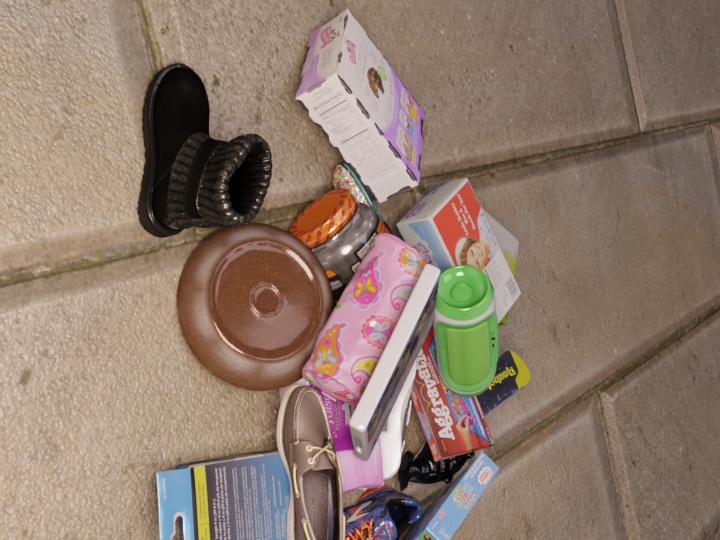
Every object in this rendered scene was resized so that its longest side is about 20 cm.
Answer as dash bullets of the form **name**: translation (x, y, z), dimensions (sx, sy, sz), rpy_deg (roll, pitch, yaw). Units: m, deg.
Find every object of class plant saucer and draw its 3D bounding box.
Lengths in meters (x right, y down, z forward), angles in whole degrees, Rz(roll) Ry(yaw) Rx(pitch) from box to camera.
- **plant saucer**: translation (-0.115, 0.037, 1.089), dimensions (0.196, 0.037, 0.205), rpy_deg (7, 73, -22)

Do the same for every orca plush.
- **orca plush**: translation (0.126, 0.253, 1.331), dimensions (0.199, 0.070, 0.108), rpy_deg (7, 74, -56)

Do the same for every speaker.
- **speaker**: translation (0.140, 0.084, 1.240), dimensions (0.202, 0.087, 0.089), rpy_deg (79, 30, -50)

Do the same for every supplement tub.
- **supplement tub**: translation (0.000, 0.000, 1.218), dimensions (0.201, 0.121, 0.123), rpy_deg (53, 48, -23)

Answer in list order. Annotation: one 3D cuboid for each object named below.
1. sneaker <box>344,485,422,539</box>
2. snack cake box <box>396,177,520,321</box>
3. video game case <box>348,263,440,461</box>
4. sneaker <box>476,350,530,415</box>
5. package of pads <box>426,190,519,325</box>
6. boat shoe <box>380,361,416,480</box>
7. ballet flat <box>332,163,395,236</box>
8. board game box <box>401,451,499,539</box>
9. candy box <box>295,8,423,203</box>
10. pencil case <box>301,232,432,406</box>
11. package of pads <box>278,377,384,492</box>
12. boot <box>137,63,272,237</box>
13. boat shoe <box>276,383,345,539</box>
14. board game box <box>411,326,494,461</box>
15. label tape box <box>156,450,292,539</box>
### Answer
- **sneaker**: translation (0.006, 0.333, 1.196), dimensions (0.199, 0.077, 0.077), rpy_deg (-27, 102, -48)
- **snack cake box**: translation (0.143, -0.014, 1.332), dimensions (0.115, 0.066, 0.202), rpy_deg (-43, 114, -38)
- **video game case**: translation (0.040, 0.112, 1.084), dimensions (0.202, 0.023, 0.183), rpy_deg (-63, 169, -18)
- **sneaker**: translation (0.173, 0.189, 1.408), dimensions (0.197, 0.082, 0.075), rpy_deg (-15, 69, -39)
- **package of pads**: translation (0.167, -0.023, 1.456), dimensions (0.199, 0.067, 0.157), rpy_deg (35, 59, -39)
- **boat shoe**: translation (0.039, 0.185, 1.273), dimensions (0.068, 0.070, 0.205), rpy_deg (73, 20, -76)
- **ballet flat**: translation (0.009, -0.051, 1.287), dimensions (0.064, 0.076, 0.201), rpy_deg (-38, 109, -9)
- **board game box**: translation (0.091, 0.340, 1.214), dimensions (0.036, 0.201, 0.151), rpy_deg (40, 45, 8)
- **candy box**: translation (0.005, -0.225, 1.274), dimensions (0.200, 0.071, 0.170), rpy_deg (49, 32, -31)
- **pencil case**: translation (0.008, 0.056, 1.098), dimensions (0.087, 0.087, 0.202), rpy_deg (43, 64, -34)
- **package of pads**: translation (-0.040, 0.182, 1.168), dimensions (0.119, 0.075, 0.205), rpy_deg (-2, 83, -41)
- **boot**: translation (-0.168, -0.142, 1.029), dimensions (0.079, 0.156, 0.216), rpy_deg (13, 73, -46)
- **boat shoe**: translation (-0.052, 0.230, 1.064), dimensions (0.071, 0.059, 0.205), rpy_deg (5, 76, -35)
- **board game box**: translation (0.113, 0.164, 1.323), dimensions (0.101, 0.019, 0.203), rpy_deg (-6, 65, -33)
- **label tape box**: translation (-0.156, 0.283, 1.032), dimensions (0.198, 0.065, 0.147), rpy_deg (2, 81, -47)
